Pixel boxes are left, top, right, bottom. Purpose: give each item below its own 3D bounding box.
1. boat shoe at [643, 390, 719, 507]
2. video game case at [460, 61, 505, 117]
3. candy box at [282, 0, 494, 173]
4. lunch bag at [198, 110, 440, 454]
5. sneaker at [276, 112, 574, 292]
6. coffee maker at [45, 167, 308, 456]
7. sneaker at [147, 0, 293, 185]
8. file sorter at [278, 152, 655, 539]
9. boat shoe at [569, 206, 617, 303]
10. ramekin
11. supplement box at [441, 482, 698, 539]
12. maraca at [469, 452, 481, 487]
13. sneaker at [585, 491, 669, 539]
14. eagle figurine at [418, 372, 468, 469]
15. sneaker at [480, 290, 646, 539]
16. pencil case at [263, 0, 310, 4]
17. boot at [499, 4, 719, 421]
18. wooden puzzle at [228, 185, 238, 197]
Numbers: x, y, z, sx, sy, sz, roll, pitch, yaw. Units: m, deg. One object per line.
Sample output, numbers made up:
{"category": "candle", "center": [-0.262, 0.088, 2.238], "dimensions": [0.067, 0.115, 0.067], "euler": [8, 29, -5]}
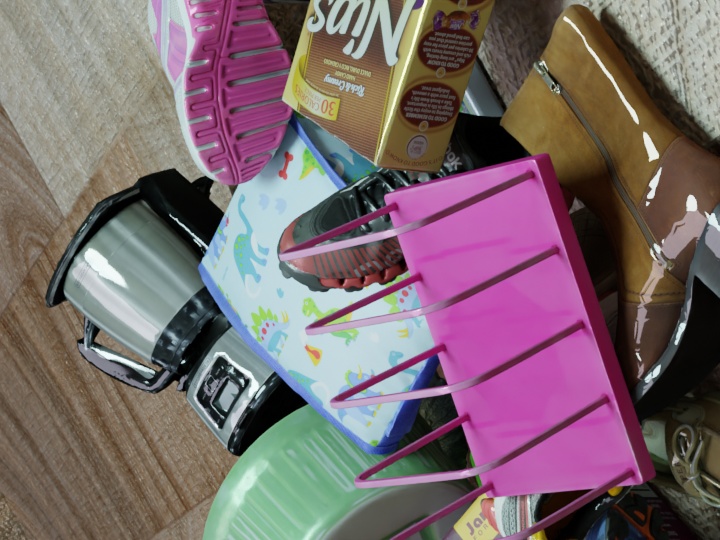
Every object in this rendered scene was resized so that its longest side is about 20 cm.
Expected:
{"category": "boat shoe", "center": [0.200, 0.114, 1.624], "dimensions": [0.200, 0.063, 0.074], "euler": [23, 137, 59]}
{"category": "video game case", "center": [0.063, -0.082, 1.763], "dimensions": [0.201, 0.022, 0.182], "euler": [62, 159, 3]}
{"category": "candy box", "center": [0.027, -0.174, 1.552], "dimensions": [0.117, 0.056, 0.201], "euler": [36, 116, 49]}
{"category": "lunch bag", "center": [0.000, 0.000, 1.747], "dimensions": [0.200, 0.127, 0.171], "euler": [55, 135, 36]}
{"category": "sneaker", "center": [0.038, -0.050, 1.605], "dimensions": [0.098, 0.199, 0.071], "euler": [78, 172, -56]}
{"category": "coffee maker", "center": [-0.100, 0.023, 1.893], "dimensions": [0.200, 0.192, 0.135], "euler": [40, 142, 14]}
{"category": "sneaker", "center": [-0.098, -0.155, 1.725], "dimensions": [0.088, 0.081, 0.202], "euler": [157, 108, -69]}
{"category": "file sorter", "center": [0.056, 0.055, 1.486], "dimensions": [0.139, 0.125, 0.201], "euler": [-12, 100, 50]}
{"category": "boat shoe", "center": [0.142, 0.018, 1.650], "dimensions": [0.200, 0.065, 0.073], "euler": [-43, 31, 54]}
{"category": "ramekin", "center": [-0.003, 0.197, 1.803], "dimensions": [0.098, 0.199, 0.201], "euler": [42, 152, 46]}
{"category": "supplement box", "center": [0.163, 0.222, 1.713], "dimensions": [0.131, 0.103, 0.200], "euler": [-52, 59, 20]}
{"category": "maraca", "center": [0.120, 0.212, 1.880], "dimensions": [0.137, 0.106, 0.201], "euler": [92, 159, -64]}
{"category": "sneaker", "center": [0.151, 0.244, 1.614], "dimensions": [0.078, 0.075, 0.201], "euler": [-19, 57, 50]}
{"category": "eagle figurine", "center": [0.010, 0.165, 1.946], "dimensions": [0.200, 0.150, 0.153], "euler": [91, 174, -74]}
{"category": "sneaker", "center": [0.155, 0.098, 1.582], "dimensions": [0.201, 0.077, 0.082], "euler": [-62, 30, 14]}
{"category": "pencil case", "center": [-0.037, -0.229, 1.735], "dimensions": [0.200, 0.077, 0.090], "euler": [-172, 85, -64]}
{"category": "boot", "center": [0.142, -0.027, 1.514], "dimensions": [0.200, 0.068, 0.189], "euler": [49, 137, 26]}
{"category": "wooden puzzle", "center": [-0.096, -0.135, 1.911], "dimensions": [0.200, 0.037, 0.186], "euler": [-154, 44, -76]}
